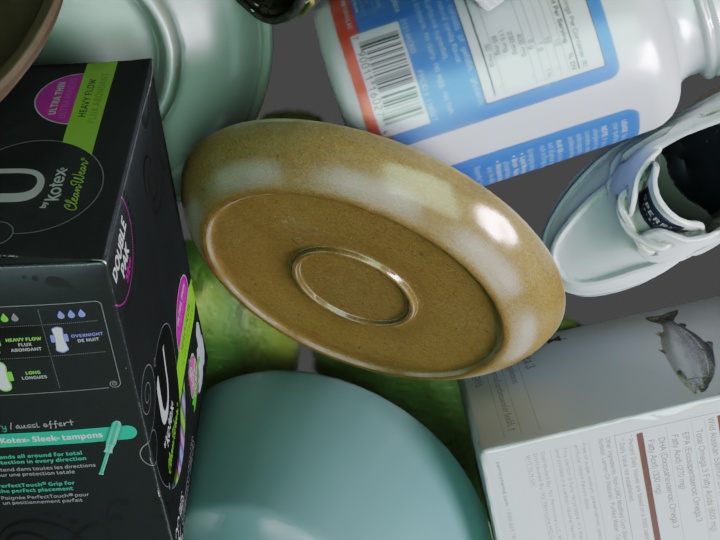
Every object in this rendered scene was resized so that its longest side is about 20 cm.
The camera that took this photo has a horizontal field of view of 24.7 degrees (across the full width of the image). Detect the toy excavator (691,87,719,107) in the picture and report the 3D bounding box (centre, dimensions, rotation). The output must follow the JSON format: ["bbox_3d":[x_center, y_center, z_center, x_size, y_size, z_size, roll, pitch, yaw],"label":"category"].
[{"bbox_3d":[0.282,-0.028,0.832,0.194,0.100,0.200,-22,105,31],"label":"toy excavator"}]

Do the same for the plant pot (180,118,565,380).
[{"bbox_3d":[0.000,0.000,0.803,0.200,0.027,0.200,18,151,11],"label":"plant pot"}]

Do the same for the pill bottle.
[{"bbox_3d":[0.086,-0.107,0.792,0.200,0.112,0.112,-17,112,3],"label":"pill bottle"}]

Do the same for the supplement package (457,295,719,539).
[{"bbox_3d":[0.162,0.096,0.873,0.200,0.117,0.117,-13,112,1],"label":"supplement package"}]

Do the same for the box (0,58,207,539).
[{"bbox_3d":[-0.150,0.023,0.772,0.124,0.149,0.200,-3,132,4],"label":"box"}]

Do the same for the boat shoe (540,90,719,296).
[{"bbox_3d":[0.154,-0.042,0.809,0.074,0.065,0.200,50,130,2],"label":"boat shoe"}]

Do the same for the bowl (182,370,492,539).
[{"bbox_3d":[-0.041,0.164,0.858,0.201,0.105,0.201,9,118,18],"label":"bowl"}]

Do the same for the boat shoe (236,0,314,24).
[{"bbox_3d":[-0.040,-0.154,0.715,0.072,0.201,0.061,24,88,6],"label":"boat shoe"}]

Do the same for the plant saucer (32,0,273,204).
[{"bbox_3d":[-0.143,-0.109,0.809,0.200,0.050,0.200,-1,111,-3],"label":"plant saucer"}]

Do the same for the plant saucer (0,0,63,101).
[{"bbox_3d":[-0.222,-0.117,0.735,0.200,0.200,0.029,-15,147,2],"label":"plant saucer"}]

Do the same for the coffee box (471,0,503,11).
[{"bbox_3d":[0.059,-0.254,0.648,0.198,0.200,0.200,-35,80,9],"label":"coffee box"}]
